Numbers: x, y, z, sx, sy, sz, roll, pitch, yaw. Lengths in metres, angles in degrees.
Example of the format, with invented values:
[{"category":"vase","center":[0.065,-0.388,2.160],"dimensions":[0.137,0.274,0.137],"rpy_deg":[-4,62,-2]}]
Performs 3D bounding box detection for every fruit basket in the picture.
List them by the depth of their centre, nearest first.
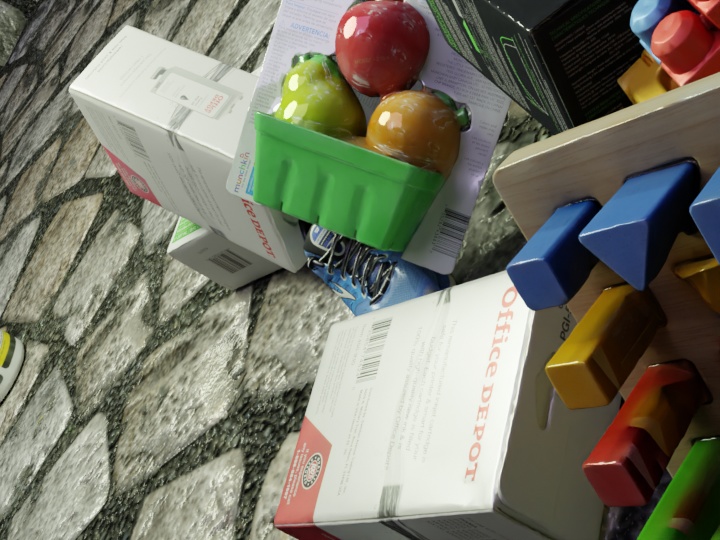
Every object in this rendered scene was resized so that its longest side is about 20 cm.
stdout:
[{"category":"fruit basket","center":[0.014,-0.120,0.774],"dimensions":[0.184,0.094,0.202],"rpy_deg":[20,91,20]}]

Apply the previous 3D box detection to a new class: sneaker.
[{"category":"sneaker","center":[0.000,0.000,0.838],"dimensions":[0.079,0.089,0.200],"rpy_deg":[-55,30,5]}]

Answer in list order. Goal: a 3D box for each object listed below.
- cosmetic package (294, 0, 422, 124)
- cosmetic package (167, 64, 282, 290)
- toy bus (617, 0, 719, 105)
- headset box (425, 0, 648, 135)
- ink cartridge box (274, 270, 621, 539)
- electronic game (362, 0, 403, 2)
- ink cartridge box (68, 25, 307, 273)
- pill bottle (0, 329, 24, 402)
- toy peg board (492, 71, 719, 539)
[{"category":"cosmetic package","center":[0.018,-0.202,0.947],"dimensions":[0.051,0.150,0.201],"rpy_deg":[-10,52,53]},{"category":"cosmetic package","center":[-0.101,-0.094,1.097],"dimensions":[0.107,0.085,0.201],"rpy_deg":[-24,44,48]},{"category":"toy bus","center":[0.198,-0.063,0.486],"dimensions":[0.136,0.191,0.201],"rpy_deg":[-45,32,18]},{"category":"headset box","center":[0.135,-0.180,0.632],"dimensions":[0.173,0.093,0.200],"rpy_deg":[-34,37,1]},{"category":"ink cartridge box","center":[0.052,0.093,0.669],"dimensions":[0.199,0.083,0.148],"rpy_deg":[-19,47,50]},{"category":"electronic game","center":[0.084,-0.257,0.850],"dimensions":[0.200,0.199,0.042],"rpy_deg":[-50,45,12]},{"category":"ink cartridge box","center":[-0.123,-0.100,0.942],"dimensions":[0.199,0.147,0.083],"rpy_deg":[25,66,26]},{"category":"pill bottle","center":[-0.561,0.100,1.504],"dimensions":[0.112,0.199,0.113],"rpy_deg":[-38,34,31]},{"category":"toy peg board","center":[0.152,0.036,0.425],"dimensions":[0.199,0.200,0.098],"rpy_deg":[-18,21,49]}]
